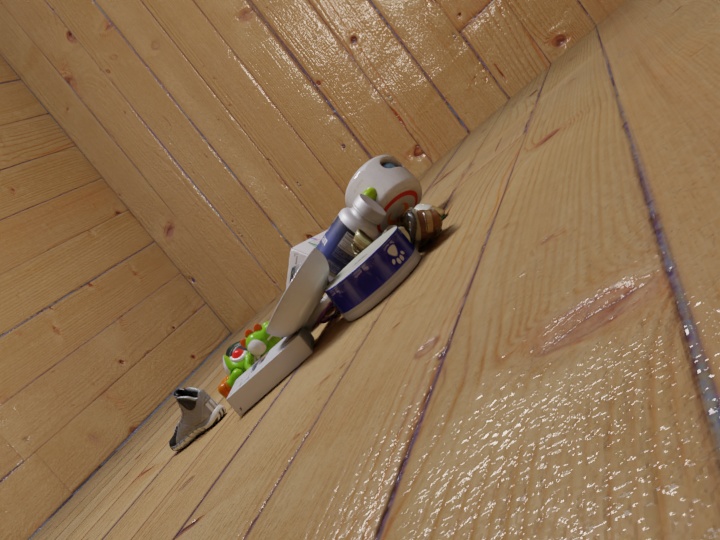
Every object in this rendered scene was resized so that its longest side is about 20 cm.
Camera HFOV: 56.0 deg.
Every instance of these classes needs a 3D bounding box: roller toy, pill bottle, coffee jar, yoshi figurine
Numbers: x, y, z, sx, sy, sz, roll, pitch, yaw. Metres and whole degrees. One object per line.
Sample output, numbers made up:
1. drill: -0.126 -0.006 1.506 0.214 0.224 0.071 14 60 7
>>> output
1. roller toy: 0.056 -0.193 1.743 0.181 0.140 0.201 -38 -27 -9
2. pill bottle: -0.026 -0.077 1.619 0.202 0.110 0.111 -54 2 16
3. coffee jar: -0.293 0.224 1.761 0.102 0.087 0.200 -22 1 -15
4. yoshi figurine: -0.247 0.223 1.614 0.202 0.112 0.111 -55 -35 3

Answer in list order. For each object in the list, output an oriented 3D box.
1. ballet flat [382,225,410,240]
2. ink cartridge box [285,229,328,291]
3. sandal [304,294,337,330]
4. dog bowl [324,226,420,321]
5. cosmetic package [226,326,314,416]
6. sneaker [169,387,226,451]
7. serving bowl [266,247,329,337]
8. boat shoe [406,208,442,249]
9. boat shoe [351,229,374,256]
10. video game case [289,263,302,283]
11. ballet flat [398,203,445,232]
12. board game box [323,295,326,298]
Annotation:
1. ballet flat: 0.085 -0.081 1.655 0.069 0.070 0.200 -41 6 -4
2. ink cartridge box: -0.120 -0.014 1.936 0.199 0.082 0.148 -33 -43 -55
3. sandal: -0.069 0.087 1.538 0.083 0.049 0.203 -57 -5 34
4. dog bowl: 0.024 0.006 1.356 0.199 0.079 0.200 -41 6 5
5. cosmetic package: -0.186 0.204 1.426 0.199 0.052 0.151 -41 8 1
6. sneaker: -0.410 0.336 1.593 0.199 0.116 0.075 -38 6 27
7. serving bowl: -0.118 0.056 1.398 0.203 0.065 0.200 -61 -1 -1
8. boat shoe: 0.135 -0.087 1.400 0.072 0.078 0.200 -12 -1 4
9. boat shoe: 0.017 -0.034 1.534 0.063 0.073 0.201 -48 -16 -2
10. video game case: -0.170 0.088 1.713 0.182 0.023 0.206 167 111 -77
11. ballet flat: 0.140 -0.128 1.643 0.068 0.063 0.199 -40 5 -20
12. board game box: 0.000 0.000 1.756 0.150 0.037 0.200 -38 8 36
